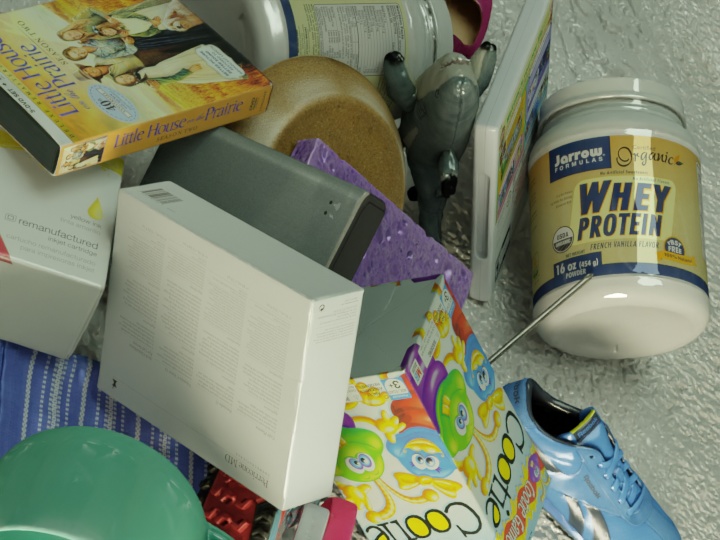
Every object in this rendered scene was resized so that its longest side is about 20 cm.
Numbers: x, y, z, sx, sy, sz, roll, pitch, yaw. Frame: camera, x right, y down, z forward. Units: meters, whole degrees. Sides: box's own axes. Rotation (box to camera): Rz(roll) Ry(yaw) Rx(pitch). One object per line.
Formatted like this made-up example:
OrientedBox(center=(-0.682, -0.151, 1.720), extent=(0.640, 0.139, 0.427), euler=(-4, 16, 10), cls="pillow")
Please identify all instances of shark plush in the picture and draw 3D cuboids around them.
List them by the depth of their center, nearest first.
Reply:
OrientedBox(center=(0.054, -0.092, 1.845), extent=(0.090, 0.201, 0.084), euler=(2, 41, -22), cls="shark plush")

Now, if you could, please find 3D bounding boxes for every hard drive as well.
OrientedBox(center=(-0.087, -0.020, 1.656), extent=(0.200, 0.140, 0.033), euler=(25, -2, 41), cls="hard drive")

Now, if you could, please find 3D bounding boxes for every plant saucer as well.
OrientedBox(center=(-0.030, -0.061, 1.779), extent=(0.199, 0.035, 0.202), euler=(-8, 102, -41), cls="plant saucer")

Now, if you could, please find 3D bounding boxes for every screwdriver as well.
OrientedBox(center=(0.104, 0.064, 1.811), extent=(0.200, 0.029, 0.028), euler=(-41, 108, -19), cls="screwdriver")

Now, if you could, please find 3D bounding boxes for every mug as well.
OrientedBox(center=(-0.161, 0.182, 1.498), extent=(0.185, 0.152, 0.115), euler=(37, 41, -17), cls="mug")

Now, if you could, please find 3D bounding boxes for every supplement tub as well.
OrientedBox(center=(-0.039, -0.179, 1.871), extent=(0.199, 0.145, 0.146), euler=(-7, 62, -40), cls="supplement tub")
OrientedBox(center=(0.209, -0.042, 1.925), extent=(0.144, 0.144, 0.201), euler=(13, 63, -28), cls="supplement tub")

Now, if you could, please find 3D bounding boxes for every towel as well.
OrientedBox(center=(-0.168, 0.125, 1.629), extent=(0.199, 0.024, 0.145), euler=(19, 49, -24), cls="towel")

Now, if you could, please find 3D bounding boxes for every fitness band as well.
OrientedBox(center=(-0.045, 0.237, 1.545), extent=(0.037, 0.144, 0.201), euler=(19, 47, 1), cls="fitness band")

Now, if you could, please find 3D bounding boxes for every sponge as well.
OrientedBox(center=(0.000, 0.000, 1.765), extent=(0.200, 0.030, 0.112), euler=(39, 65, -36), cls="sponge")

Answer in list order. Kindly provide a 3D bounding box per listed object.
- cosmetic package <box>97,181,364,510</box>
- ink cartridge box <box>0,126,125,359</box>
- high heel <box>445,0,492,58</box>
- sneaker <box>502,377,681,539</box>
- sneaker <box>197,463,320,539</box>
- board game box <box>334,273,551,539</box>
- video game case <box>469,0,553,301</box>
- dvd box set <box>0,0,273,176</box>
OrientedBox(center=(-0.090, 0.047, 1.561), extent=(0.052, 0.152, 0.200), euler=(-11, 30, -43), cls="cosmetic package")
OrientedBox(center=(-0.246, -0.056, 1.646), extent=(0.144, 0.084, 0.201), euler=(18, 44, -15), cls="ink cartridge box")
OrientedBox(center=(0.085, -0.218, 2.028), extent=(0.067, 0.096, 0.200), euler=(38, 43, -5), cls="high heel")
OrientedBox(center=(0.181, 0.159, 1.822), extent=(0.200, 0.078, 0.066), euler=(39, 41, -7), cls="sneaker")
OrientedBox(center=(-0.058, 0.153, 1.629), extent=(0.095, 0.079, 0.201), euler=(41, 44, -37), cls="sneaker")
OrientedBox(center=(0.043, 0.117, 1.667), extent=(0.201, 0.103, 0.105), euler=(61, 34, -31), cls="board game box")
OrientedBox(center=(0.123, -0.107, 1.922), extent=(0.022, 0.183, 0.200), euler=(11, 44, 12), cls="video game case")
OrientedBox(center=(-0.181, -0.141, 1.667), extent=(0.199, 0.030, 0.146), euler=(-20, 52, -42), cls="dvd box set")
